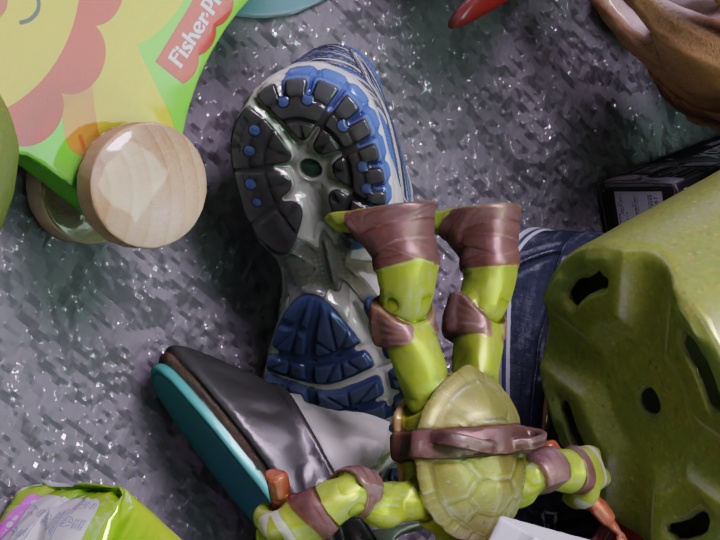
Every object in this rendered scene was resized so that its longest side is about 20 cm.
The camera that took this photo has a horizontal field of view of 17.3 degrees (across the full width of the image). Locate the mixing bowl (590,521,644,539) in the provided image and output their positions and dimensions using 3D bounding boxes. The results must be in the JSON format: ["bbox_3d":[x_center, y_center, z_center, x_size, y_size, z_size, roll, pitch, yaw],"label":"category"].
[{"bbox_3d":[0.146,0.191,1.019,0.200,0.108,0.201,-48,150,-40],"label":"mixing bowl"}]

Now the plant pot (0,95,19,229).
[{"bbox_3d":[-0.197,0.007,0.716,0.200,0.199,0.191,52,46,-30],"label":"plant pot"}]

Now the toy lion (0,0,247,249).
[{"bbox_3d":[-0.117,-0.113,0.851,0.191,0.069,0.201,39,74,-29],"label":"toy lion"}]

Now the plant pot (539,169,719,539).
[{"bbox_3d":[0.180,0.027,0.947,0.183,0.200,0.202,-19,103,-29],"label":"plant pot"}]

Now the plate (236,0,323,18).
[{"bbox_3d":[-0.039,-0.204,0.957,0.199,0.025,0.202,0,90,-43],"label":"plate"}]

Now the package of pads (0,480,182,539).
[{"bbox_3d":[-0.107,0.194,0.863,0.155,0.068,0.201,47,59,-34],"label":"package of pads"}]

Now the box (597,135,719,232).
[{"bbox_3d":[0.200,0.033,1.168,0.157,0.050,0.201,-21,105,-42],"label":"box"}]

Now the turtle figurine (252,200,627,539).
[{"bbox_3d":[0.025,0.057,0.861,0.199,0.064,0.163,-2,85,-33],"label":"turtle figurine"}]

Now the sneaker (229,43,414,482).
[{"bbox_3d":[0.000,0.000,0.959,0.085,0.076,0.201,-70,158,-60],"label":"sneaker"}]

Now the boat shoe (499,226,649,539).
[{"bbox_3d":[0.105,0.081,1.049,0.071,0.091,0.202,-11,98,-43],"label":"boat shoe"}]

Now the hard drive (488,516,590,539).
[{"bbox_3d":[0.051,0.196,0.884,0.132,0.026,0.201,21,93,-53],"label":"hard drive"}]

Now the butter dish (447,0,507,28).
[{"bbox_3d":[0.081,-0.229,0.983,0.148,0.200,0.200,42,33,2],"label":"butter dish"}]

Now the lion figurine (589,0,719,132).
[{"bbox_3d":[0.148,-0.099,0.993,0.122,0.072,0.200,45,11,0],"label":"lion figurine"}]

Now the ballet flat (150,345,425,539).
[{"bbox_3d":[-0.004,0.104,0.925,0.068,0.068,0.201,-31,86,-18],"label":"ballet flat"}]
